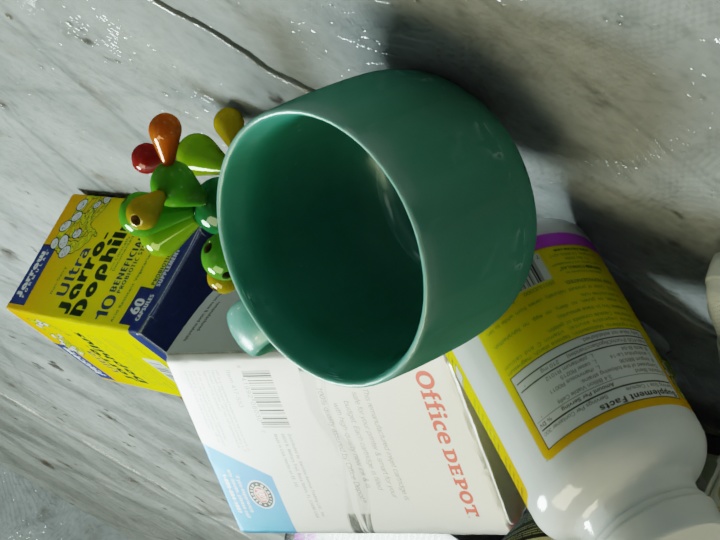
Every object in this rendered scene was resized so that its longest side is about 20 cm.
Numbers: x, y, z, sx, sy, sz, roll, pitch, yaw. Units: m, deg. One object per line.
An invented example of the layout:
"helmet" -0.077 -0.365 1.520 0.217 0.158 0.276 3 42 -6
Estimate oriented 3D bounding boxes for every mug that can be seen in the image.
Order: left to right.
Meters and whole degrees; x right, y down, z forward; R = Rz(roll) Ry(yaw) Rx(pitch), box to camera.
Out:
"mug" 0.006 -0.029 1.192 0.185 0.114 0.153 6 113 46

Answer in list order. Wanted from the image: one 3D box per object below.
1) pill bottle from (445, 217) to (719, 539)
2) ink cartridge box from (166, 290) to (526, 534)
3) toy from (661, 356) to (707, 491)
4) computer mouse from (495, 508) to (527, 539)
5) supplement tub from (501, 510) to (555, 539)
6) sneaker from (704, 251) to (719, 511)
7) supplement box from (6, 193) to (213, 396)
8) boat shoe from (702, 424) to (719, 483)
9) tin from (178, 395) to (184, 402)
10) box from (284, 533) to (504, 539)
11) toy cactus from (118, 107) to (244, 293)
"pill bottle" 0.121 0.076 1.231 0.200 0.104 0.104 63 -178 30
"ink cartridge box" 0.000 0.086 1.414 0.199 0.086 0.147 -4 123 28
"toy" 0.162 0.076 1.387 0.115 0.047 0.200 6 131 51
"computer mouse" 0.109 0.192 1.497 0.139 0.053 0.200 45 135 26
"supplement tub" 0.132 0.203 1.303 0.140 0.141 0.200 25 -156 16
"sneaker" 0.222 0.083 1.221 0.074 0.116 0.200 17 159 42
"supplement box" -0.153 0.020 1.679 0.109 0.109 0.200 39 161 -32
"boat shoe" 0.189 0.120 1.484 0.199 0.072 0.062 18 -160 31
"tin" -0.065 0.069 1.673 0.042 0.112 0.200 41 160 -34
"box" 0.029 0.204 1.522 0.200 0.036 0.143 37 130 34
"toy cactus" -0.061 -0.049 1.329 0.164 0.103 0.200 -3 -169 -10
